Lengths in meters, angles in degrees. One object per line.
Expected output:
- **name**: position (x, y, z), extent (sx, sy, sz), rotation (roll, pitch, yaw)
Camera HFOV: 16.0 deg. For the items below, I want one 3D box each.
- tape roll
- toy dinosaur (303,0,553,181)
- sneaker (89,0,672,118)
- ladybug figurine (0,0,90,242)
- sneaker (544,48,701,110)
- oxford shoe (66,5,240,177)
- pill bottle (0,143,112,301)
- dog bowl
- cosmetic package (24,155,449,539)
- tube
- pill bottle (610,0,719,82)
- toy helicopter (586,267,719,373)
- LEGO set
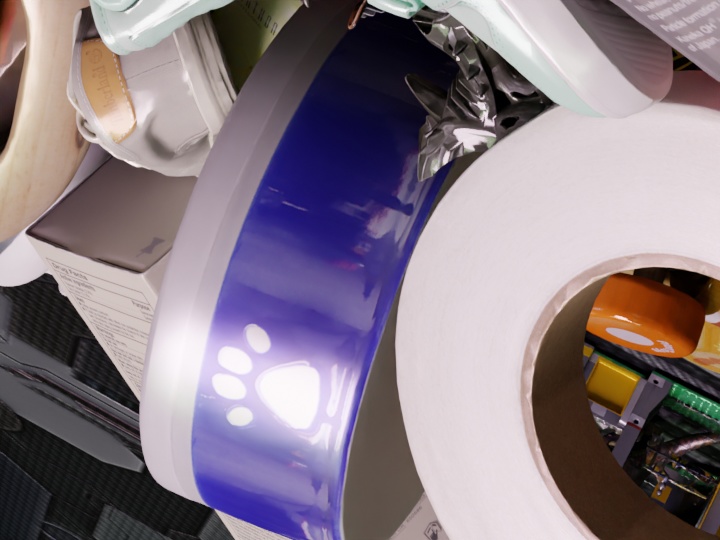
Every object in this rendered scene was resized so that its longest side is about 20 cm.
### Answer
- **tape roll**: position (0.103, 0.040, 0.762), extent (0.202, 0.037, 0.203), rotation (14, 117, 30)
- **toy dinosaur**: position (0.027, -0.110, 0.796), extent (0.136, 0.102, 0.200), rotation (58, 171, -24)
- **sneaker**: position (-0.010, -0.089, 0.727), extent (0.200, 0.074, 0.118), rotation (44, 118, 9)
- **ladybug figurine**: position (-0.157, -0.096, 1.007), extent (0.135, 0.072, 0.200), rotation (24, 126, 5)
- **sneaker**: position (0.112, -0.044, 0.813), extent (0.075, 0.085, 0.200), rotation (52, 146, -16)
- **oxford shoe**: position (-0.078, -0.067, 0.943), extent (0.200, 0.058, 0.075), rotation (167, 82, -87)
- **pill bottle**: position (-0.168, -0.063, 1.132), extent (0.200, 0.111, 0.111), rotation (36, 159, -17)
- **dog bowl**: position (0.000, 0.000, 0.929), extent (0.079, 0.200, 0.200), rotation (21, 159, 15)
- **cosmetic package**: position (-0.045, 0.045, 1.085), extent (0.103, 0.073, 0.200), rotation (19, 145, 52)
- **tube**: position (-0.042, -0.076, 1.026), extent (0.058, 0.052, 0.200), rotation (9, 157, 0)
- **pill bottle**: position (0.084, -0.122, 0.649), extent (0.200, 0.111, 0.111), rotation (35, 159, -15)
- **toy helicopter**: position (0.155, 0.014, 0.977), extent (0.132, 0.079, 0.200), rotation (16, 169, 8)
- **LEGO set**: position (0.089, 0.107, 1.190), extent (0.200, 0.116, 0.154), rotation (30, 160, -1)
